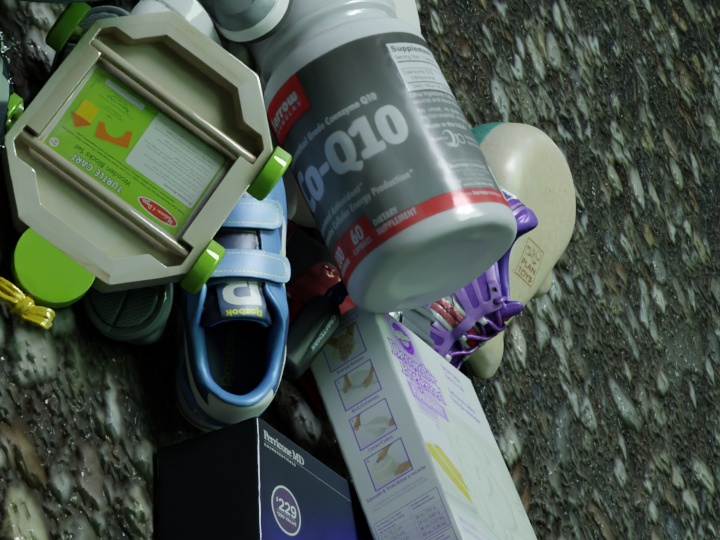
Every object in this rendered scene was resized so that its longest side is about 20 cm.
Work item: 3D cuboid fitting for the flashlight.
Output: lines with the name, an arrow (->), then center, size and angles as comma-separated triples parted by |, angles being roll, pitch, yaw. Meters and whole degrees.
flashlight -> -0.030, 0.013, 1.487 | 0.200, 0.068, 0.068 | 34, 1, -39

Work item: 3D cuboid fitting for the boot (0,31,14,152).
boot -> -0.239, -0.081, 1.143 | 0.168, 0.076, 0.201 | 30, 40, -50

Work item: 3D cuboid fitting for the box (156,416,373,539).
box -> -0.037, 0.195, 1.369 | 0.200, 0.078, 0.142 | 40, 36, -48

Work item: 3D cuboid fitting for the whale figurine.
whale figurine -> 0.093, -0.019, 1.799 | 0.159, 0.103, 0.201 | 38, 64, -51

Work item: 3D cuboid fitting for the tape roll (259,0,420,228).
tape roll -> -0.011, -0.127, 1.610 | 0.203, 0.037, 0.204 | 7, 90, -66

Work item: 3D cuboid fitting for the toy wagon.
toy wagon -> -0.140, -0.052, 1.293 | 0.155, 0.040, 0.201 | 36, 71, -5

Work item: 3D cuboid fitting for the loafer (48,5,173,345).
loafer -> -0.144, -0.053, 1.355 | 0.063, 0.071, 0.201 | 53, 30, -76

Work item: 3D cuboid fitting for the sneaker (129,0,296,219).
sneaker -> -0.110, -0.084, 1.456 | 0.085, 0.073, 0.200 | -50, 134, -23

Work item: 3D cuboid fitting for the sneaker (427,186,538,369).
sneaker -> 0.066, 0.035, 1.606 | 0.081, 0.083, 0.201 | 26, 86, -77

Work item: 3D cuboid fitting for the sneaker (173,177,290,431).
sneaker -> -0.074, -0.003, 1.360 | 0.082, 0.073, 0.202 | 173, -86, -79

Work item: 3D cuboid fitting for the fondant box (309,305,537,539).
fondant box -> 0.047, 0.132, 1.447 | 0.144, 0.058, 0.201 | 40, 21, -50

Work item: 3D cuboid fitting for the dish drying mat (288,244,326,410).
dish drying mat -> 0.002, 0.001, 1.588 | 0.077, 0.018, 0.200 | 56, 45, -27

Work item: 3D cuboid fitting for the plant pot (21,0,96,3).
plant pot -> -0.194, -0.231, 1.272 | 0.200, 0.134, 0.201 | 39, 42, -45

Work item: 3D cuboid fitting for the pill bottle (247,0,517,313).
pill bottle -> 0.007, -0.085, 1.433 | 0.114, 0.114, 0.201 | 17, 44, -61

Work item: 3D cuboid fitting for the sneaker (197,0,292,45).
sneaker -> -0.104, -0.244, 1.408 | 0.121, 0.083, 0.201 | 38, 30, -60

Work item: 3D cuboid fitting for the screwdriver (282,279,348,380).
screwdriver -> 0.000, 0.000, 1.462 | 0.029, 0.028, 0.200 | 44, 52, -5
